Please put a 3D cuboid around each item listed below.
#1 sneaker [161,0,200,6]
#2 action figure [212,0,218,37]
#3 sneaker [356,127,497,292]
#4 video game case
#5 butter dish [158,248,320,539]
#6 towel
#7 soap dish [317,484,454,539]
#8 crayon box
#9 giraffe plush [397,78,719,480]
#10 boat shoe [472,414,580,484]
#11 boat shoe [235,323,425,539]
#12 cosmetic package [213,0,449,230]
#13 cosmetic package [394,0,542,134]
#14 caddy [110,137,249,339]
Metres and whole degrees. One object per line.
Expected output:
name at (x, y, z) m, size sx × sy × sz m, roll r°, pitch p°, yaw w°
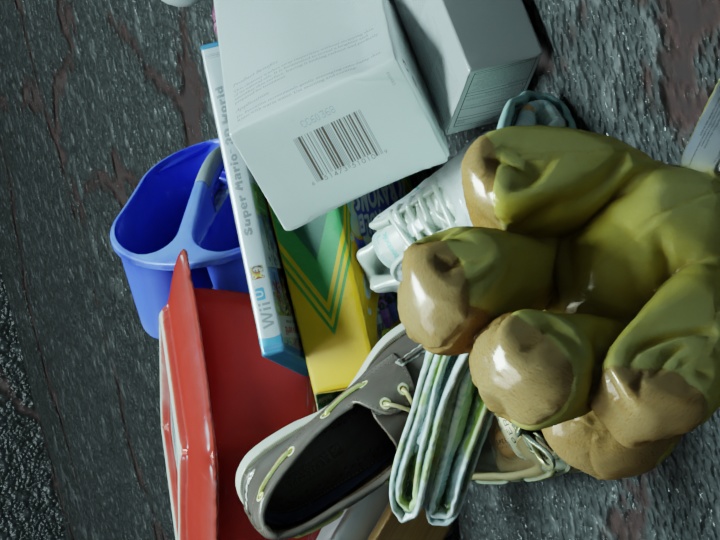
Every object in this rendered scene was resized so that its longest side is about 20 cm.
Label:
sneaker at (-0.149, -0.314, 2.036) m, size 0.080 × 0.073 × 0.201 m, roll -33°, pitch 75°, yaw 58°
action figure at (-0.079, -0.215, 1.734) m, size 0.134 × 0.148 × 0.201 m, roll 118°, pitch 150°, yaw -59°
sneaker at (0.052, -0.024, 1.547) m, size 0.200 × 0.080 × 0.071 m, roll 121°, pitch 135°, yaw -66°
video game case at (-0.062, -0.037, 1.669) m, size 0.143 × 0.018 × 0.202 m, roll 39°, pitch -142°, yaw -78°
butter dish at (-0.060, 0.109, 1.781) m, size 0.201 × 0.147 × 0.200 m, roll 93°, pitch 168°, yaw -47°
towel at (0.065, 0.019, 1.388) m, size 0.200 × 0.048 × 0.172 m, roll -69°, pitch -2°, yaw -56°
soap dish at (-0.022, 0.216, 1.848) m, size 0.201 × 0.081 × 0.157 m, roll -59°, pitch 21°, yaw -3°
crayon box at (0.000, 0.000, 1.677) m, size 0.126 × 0.051 × 0.202 m, roll -20°, pitch -82°, yaw -65°
giraffe plush at (0.120, 0.025, 1.202) m, size 0.172 × 0.200 × 0.163 m, roll 38°, pitch 153°, yaw 24°
boat shoe at (0.097, 0.094, 1.522) m, size 0.200 × 0.062 × 0.074 m, roll 124°, pitch 130°, yaw -69°
boat shoe at (0.012, 0.094, 1.590) m, size 0.072 × 0.199 × 0.060 m, roll 54°, pitch -179°, yaw -21°
cosmetic package at (-0.021, -0.126, 1.541) m, size 0.201 × 0.112 × 0.081 m, roll -96°, pitch -20°, yaw -55°
cosmetic package at (0.044, -0.188, 1.483) m, size 0.083 × 0.050 × 0.201 m, roll 114°, pitch 139°, yaw -65°
caddy at (-0.101, -0.035, 1.890) m, size 0.200 × 0.140 × 0.106 m, roll -65°, pitch -31°, yaw -57°
